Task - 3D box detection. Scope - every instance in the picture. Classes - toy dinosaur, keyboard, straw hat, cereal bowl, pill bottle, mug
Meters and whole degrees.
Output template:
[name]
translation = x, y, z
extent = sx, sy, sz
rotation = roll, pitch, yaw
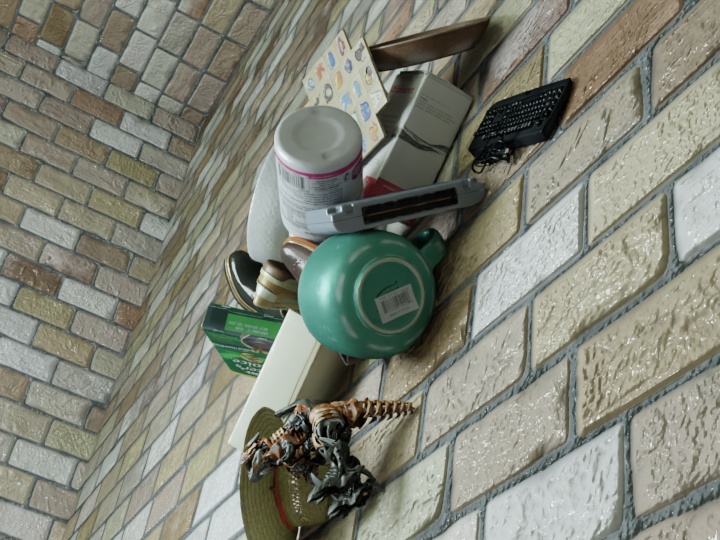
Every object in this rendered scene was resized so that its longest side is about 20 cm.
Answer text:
[toy dinosaur]
translation = -0.038, 0.197, 1.195
extent = 0.199, 0.102, 0.137
rotation = -36, 55, 23
[keyboard]
translation = 0.172, -0.174, 1.248
extent = 0.105, 0.039, 0.200
rotation = -67, 16, -8
[straw hat]
translation = -0.073, 0.264, 1.295
extent = 0.084, 0.202, 0.202
rotation = -8, 44, 16
[cereal bowl]
translation = -0.097, -0.099, 1.600
extent = 0.200, 0.082, 0.202
rotation = 16, -90, -79
[pill bottle]
translation = -0.052, -0.108, 1.389
extent = 0.201, 0.112, 0.114
rotation = 90, -171, -52
[mug]
translation = 0.019, 0.014, 1.256
extent = 0.114, 0.151, 0.187
rotation = 2, 70, 67

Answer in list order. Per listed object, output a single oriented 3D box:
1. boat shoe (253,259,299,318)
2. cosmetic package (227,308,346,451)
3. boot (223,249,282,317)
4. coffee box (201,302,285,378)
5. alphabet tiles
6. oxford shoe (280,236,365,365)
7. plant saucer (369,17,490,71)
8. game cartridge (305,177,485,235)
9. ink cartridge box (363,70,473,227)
[boat shoe]
translation = -0.086, 0.039, 1.496
extent = 0.071, 0.199, 0.077
rotation = 33, 97, 36
[cosmetic package]
translation = -0.090, 0.162, 1.438
extent = 0.103, 0.073, 0.202
rotation = 20, -86, -62
[boot]
translation = -0.123, 0.033, 1.613
extent = 0.077, 0.201, 0.138
rotation = -35, -6, -32
[coffee box]
translation = -0.148, 0.112, 1.536
extent = 0.200, 0.122, 0.044
rotation = 78, -155, -66
[alphabet tiles]
translation = -0.025, -0.230, 1.486
extent = 0.200, 0.006, 0.168
rotation = -40, 66, 53
[oxford shoe]
translation = -0.050, 0.036, 1.364
extent = 0.072, 0.200, 0.071
rotation = -31, -26, -27
[plant saucer]
translation = 0.089, -0.316, 1.493
extent = 0.200, 0.198, 0.037
rotation = -143, 37, -72
[game cartridge]
translation = 0.039, -0.078, 1.295
extent = 0.133, 0.198, 0.042
rotation = 170, 87, -73
[ink cartridge box]
translation = 0.063, -0.175, 1.495
extent = 0.202, 0.084, 0.146
rotation = -66, 17, 4
